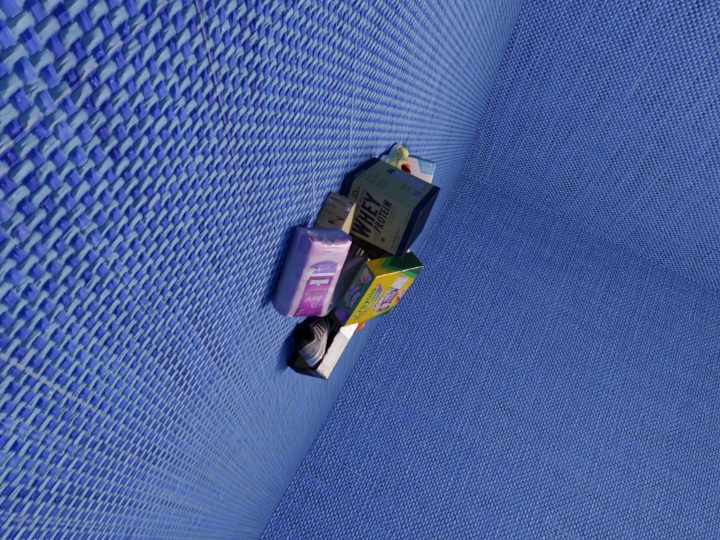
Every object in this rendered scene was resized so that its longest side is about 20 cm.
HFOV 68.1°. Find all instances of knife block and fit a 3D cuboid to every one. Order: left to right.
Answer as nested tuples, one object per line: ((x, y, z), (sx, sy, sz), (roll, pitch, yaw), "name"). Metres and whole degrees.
((-0.068, -0.074, 1.281), (0.201, 0.064, 0.176), (-64, 171, 3), "knife block")

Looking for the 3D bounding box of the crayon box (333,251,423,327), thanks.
((0.045, 0.049, 1.368), (0.172, 0.058, 0.201), (-14, 147, -41), "crayon box")

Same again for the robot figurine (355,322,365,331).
((-0.031, 0.148, 1.888), (0.200, 0.116, 0.145), (92, 8, -67), "robot figurine")

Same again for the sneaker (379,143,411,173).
((0.111, -0.303, 1.545), (0.200, 0.090, 0.079), (-53, 164, -53), "sneaker")

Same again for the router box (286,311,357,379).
((-0.112, 0.216, 1.575), (0.157, 0.052, 0.201), (-4, -132, 50), "router box")

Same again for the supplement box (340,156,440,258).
((0.068, -0.166, 1.348), (0.200, 0.199, 0.135), (-48, 162, -57), "supplement box")

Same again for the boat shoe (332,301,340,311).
((-0.068, 0.097, 1.635), (0.066, 0.073, 0.200), (-59, -167, -17), "boat shoe")

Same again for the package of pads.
((-0.106, 0.002, 1.141), (0.120, 0.076, 0.201), (0, 121, -41), "package of pads")

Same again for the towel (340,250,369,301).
((0.000, 0.000, 1.492), (0.201, 0.034, 0.133), (-59, 171, -29), "towel")

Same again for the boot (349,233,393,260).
((0.035, -0.099, 1.422), (0.069, 0.174, 0.200), (-53, 169, 34), "boot")

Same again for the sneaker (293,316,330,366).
((-0.142, 0.176, 1.511), (0.074, 0.087, 0.200), (-33, -155, 22), "sneaker")

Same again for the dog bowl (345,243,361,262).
((-0.043, -0.022, 1.521), (0.201, 0.073, 0.200), (-61, 171, -17), "dog bowl")

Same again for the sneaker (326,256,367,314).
((-0.066, 0.024, 1.369), (0.200, 0.080, 0.077), (-41, 140, -17), "sneaker")

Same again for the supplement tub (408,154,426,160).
((0.168, -0.280, 1.806), (0.201, 0.122, 0.123), (-68, 169, 24), "supplement tub")

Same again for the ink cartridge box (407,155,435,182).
((0.159, -0.261, 1.707), (0.068, 0.114, 0.201), (-90, -168, -72), "ink cartridge box")
